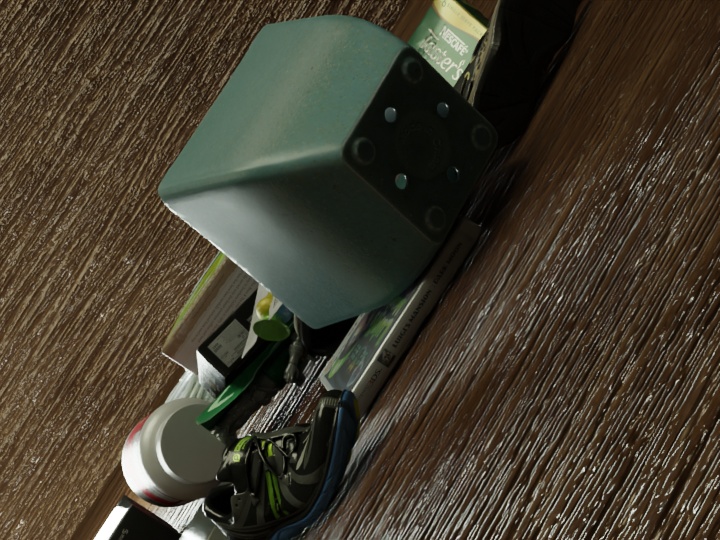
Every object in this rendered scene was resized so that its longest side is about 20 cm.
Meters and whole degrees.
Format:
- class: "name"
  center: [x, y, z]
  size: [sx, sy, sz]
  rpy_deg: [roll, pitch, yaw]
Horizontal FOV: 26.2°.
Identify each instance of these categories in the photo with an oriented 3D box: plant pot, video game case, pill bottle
- class: "plant pot"
  center: [-0.005, -0.090, 1.263]
  size: [0.200, 0.196, 0.197]
  rpy_deg: [-9, 46, 56]
- class: "video game case"
  center: [0.029, 0.033, 1.314]
  size: [0.182, 0.023, 0.200]
  rpy_deg: [-57, 8, -1]
- class: "pill bottle"
  center: [-0.199, 0.203, 1.726]
  size: [0.113, 0.112, 0.200]
  rpy_deg: [-59, 8, -19]

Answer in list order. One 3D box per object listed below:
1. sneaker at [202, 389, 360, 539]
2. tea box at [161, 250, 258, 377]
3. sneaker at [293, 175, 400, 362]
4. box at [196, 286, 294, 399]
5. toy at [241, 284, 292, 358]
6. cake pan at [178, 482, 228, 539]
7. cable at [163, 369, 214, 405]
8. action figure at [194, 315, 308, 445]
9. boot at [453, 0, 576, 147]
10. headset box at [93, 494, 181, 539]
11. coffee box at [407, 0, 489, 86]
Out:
- class: "sneaker"
  center: [-0.063, 0.153, 1.172]
  size: [0.200, 0.082, 0.071]
  rpy_deg: [-49, 11, 44]
- class: "tea box"
  center: [-0.118, 0.022, 1.874]
  size: [0.200, 0.133, 0.197]
  rpy_deg: [-53, 9, 23]
- class: "sneaker"
  center: [0.000, 0.000, 1.475]
  size: [0.140, 0.077, 0.201]
  rpy_deg: [-95, 29, -76]
- class: "box"
  center: [-0.089, 0.047, 1.638]
  size: [0.200, 0.044, 0.160]
  rpy_deg: [-45, -9, -16]
- class: "toy"
  center: [-0.063, -0.017, 1.502]
  size: [0.115, 0.047, 0.201]
  rpy_deg: [128, 161, -50]
- class: "cake pan"
  center: [-0.146, 0.267, 1.408]
  size: [0.201, 0.037, 0.200]
  rpy_deg: [-55, 8, 11]
- class: "cable"
  center: [-0.234, 0.200, 2.136]
  size: [0.201, 0.069, 0.200]
  rpy_deg: [-59, 8, -10]
- class: "action figure"
  center: [-0.080, 0.096, 1.588]
  size: [0.200, 0.055, 0.118]
  rpy_deg: [-51, -11, -4]
- class: "boot"
  center: [0.120, -0.174, 1.411]
  size: [0.151, 0.073, 0.201]
  rpy_deg: [-42, 25, 62]
- class: "headset box"
  center: [-0.278, 0.345, 1.785]
  size: [0.149, 0.075, 0.200]
  rpy_deg: [-58, 7, -10]
- class: "coffee box"
  center: [0.072, -0.175, 1.582]
  size: [0.200, 0.044, 0.123]
  rpy_deg: [-55, 45, 18]
